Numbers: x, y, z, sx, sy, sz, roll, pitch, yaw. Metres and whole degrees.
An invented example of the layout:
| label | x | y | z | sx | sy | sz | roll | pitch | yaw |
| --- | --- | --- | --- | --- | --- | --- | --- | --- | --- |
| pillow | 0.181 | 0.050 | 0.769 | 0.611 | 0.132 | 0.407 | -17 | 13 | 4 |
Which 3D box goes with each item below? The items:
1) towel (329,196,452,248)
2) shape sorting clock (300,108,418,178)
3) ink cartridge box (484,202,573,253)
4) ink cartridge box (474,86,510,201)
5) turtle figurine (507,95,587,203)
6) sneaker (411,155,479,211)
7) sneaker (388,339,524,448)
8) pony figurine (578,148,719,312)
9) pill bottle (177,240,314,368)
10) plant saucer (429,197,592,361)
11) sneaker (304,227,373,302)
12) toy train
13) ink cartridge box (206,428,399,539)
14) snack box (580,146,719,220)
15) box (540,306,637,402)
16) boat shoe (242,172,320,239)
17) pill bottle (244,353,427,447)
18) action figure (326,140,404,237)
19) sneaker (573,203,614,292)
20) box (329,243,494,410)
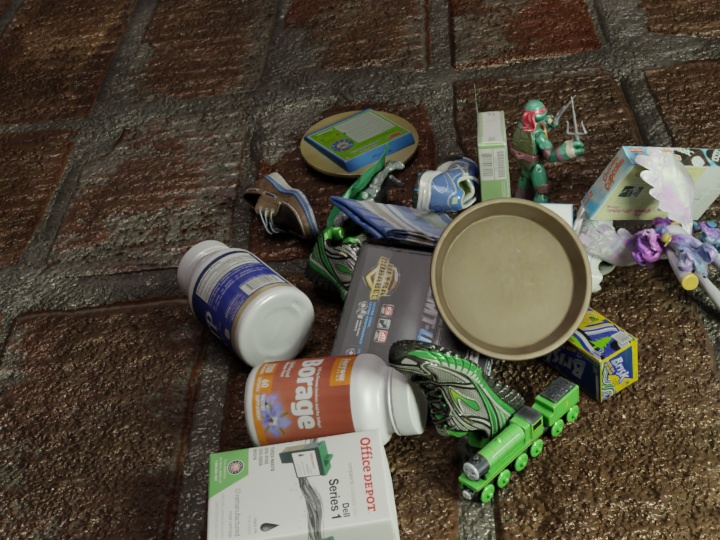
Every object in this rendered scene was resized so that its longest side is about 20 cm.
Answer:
| label | x | y | z | sx | sy | sz | roll | pitch | yaw |
| --- | --- | --- | --- | --- | --- | --- | --- | --- | --- |
| towel | 0.071 | -0.068 | 1.685 | 0.199 | 0.024 | 0.147 | 6 | 21 | -37 |
| shape sorting clock | -0.002 | -0.211 | 1.969 | 0.199 | 0.039 | 0.201 | -5 | 35 | 3 |
| ink cartridge box | 0.198 | -0.034 | 1.555 | 0.115 | 0.200 | 0.068 | 1 | 78 | -7 |
| ink cartridge box | 0.201 | -0.178 | 1.784 | 0.048 | 0.146 | 0.201 | -3 | 35 | 9 |
| turtle figurine | 0.267 | -0.182 | 1.722 | 0.100 | 0.201 | 0.150 | -1 | 33 | -1 |
| sneaker | 0.144 | -0.122 | 1.762 | 0.077 | 0.076 | 0.200 | 13 | 23 | 20 |
| sneaker | 0.104 | 0.141 | 1.317 | 0.078 | 0.200 | 0.086 | 14 | 72 | 56 |
| pony figurine | 0.409 | -0.036 | 1.530 | 0.167 | 0.193 | 0.200 | -49 | 32 | 15 |
| pill bottle | -0.162 | 0.039 | 1.587 | 0.119 | 0.120 | 0.200 | -28 | 39 | -24 |
| plant saucer | 0.181 | 0.011 | 1.425 | 0.199 | 0.029 | 0.202 | 1 | 79 | -4 |
| sneaker | 0.000 | 0.000 | 1.604 | 0.078 | 0.086 | 0.199 | -5 | 25 | -46 |
| toy train | 0.185 | 0.191 | 1.348 | 0.042 | 0.057 | 0.200 | 27 | 48 | 37 |
| ink cartridge box | -0.061 | 0.262 | 1.282 | 0.199 | 0.085 | 0.146 | -10 | 35 | 0 |
| snack box | 0.416 | -0.119 | 1.620 | 0.199 | 0.116 | 0.037 | -1 | 53 | -28 |
| box | 0.258 | 0.079 | 1.477 | 0.064 | 0.070 | 0.200 | -26 | 39 | -21 |
| boat shoe | -0.123 | -0.087 | 1.807 | 0.072 | 0.073 | 0.200 | -26 | 28 | -14 |
| pill bottle | -0.027 | 0.156 | 1.379 | 0.199 | 0.113 | 0.112 | -7 | 34 | 17 |
| action figure | -0.001 | -0.089 | 1.761 | 0.054 | 0.119 | 0.200 | 24 | 55 | 24 |
| sneaker | 0.326 | -0.035 | 1.632 | 0.080 | 0.071 | 0.201 | 16 | 49 | 22 |
| box | 0.074 | 0.073 | 1.475 | 0.197 | 0.050 | 0.201 | 8 | 64 | 18 |
